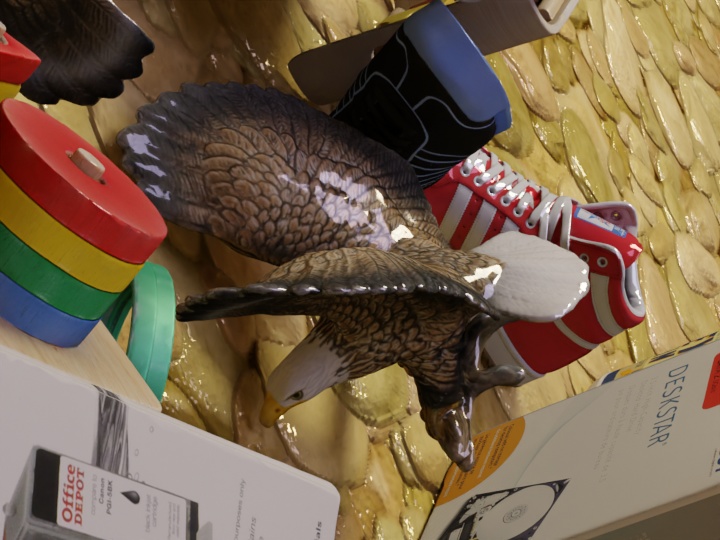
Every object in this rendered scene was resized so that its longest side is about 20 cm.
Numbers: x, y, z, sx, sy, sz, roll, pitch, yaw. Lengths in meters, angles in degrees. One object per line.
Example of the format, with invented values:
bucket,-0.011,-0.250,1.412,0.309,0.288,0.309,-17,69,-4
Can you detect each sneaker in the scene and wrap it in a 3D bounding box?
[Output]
sneaker,0.022,-0.071,0.985,0.070,0.078,0.200,54,-7,7
sneaker,0.089,-0.037,1.132,0.201,0.112,0.071,58,27,-17

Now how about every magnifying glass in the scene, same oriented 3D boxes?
magnifying glass,-0.100,0.009,0.764,0.022,0.080,0.200,16,24,-19

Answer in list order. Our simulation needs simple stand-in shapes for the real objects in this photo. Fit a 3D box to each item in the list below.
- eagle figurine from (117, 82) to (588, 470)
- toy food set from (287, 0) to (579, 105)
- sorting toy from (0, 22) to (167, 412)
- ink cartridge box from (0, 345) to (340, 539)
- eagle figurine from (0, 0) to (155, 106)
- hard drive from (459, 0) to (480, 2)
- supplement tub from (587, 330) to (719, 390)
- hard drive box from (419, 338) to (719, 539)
eagle figurine,-0.004,0.006,0.904,0.200,0.151,0.152,50,51,-40
toy food set,0.052,-0.162,1.122,0.061,0.142,0.200,67,26,-17
sorting toy,-0.158,-0.055,0.638,0.198,0.070,0.200,30,14,-50
ink cartridge box,-0.123,0.082,0.599,0.199,0.146,0.084,29,62,-49
eagle figurine,-0.134,-0.159,0.750,0.200,0.150,0.152,45,25,-77
hard drive,-0.005,-0.213,1.069,0.131,0.027,0.201,13,32,-14
supplement tub,0.248,0.103,1.219,0.144,0.199,0.145,42,35,-40
hard drive box,0.134,0.121,0.995,0.077,0.199,0.156,58,27,-16
